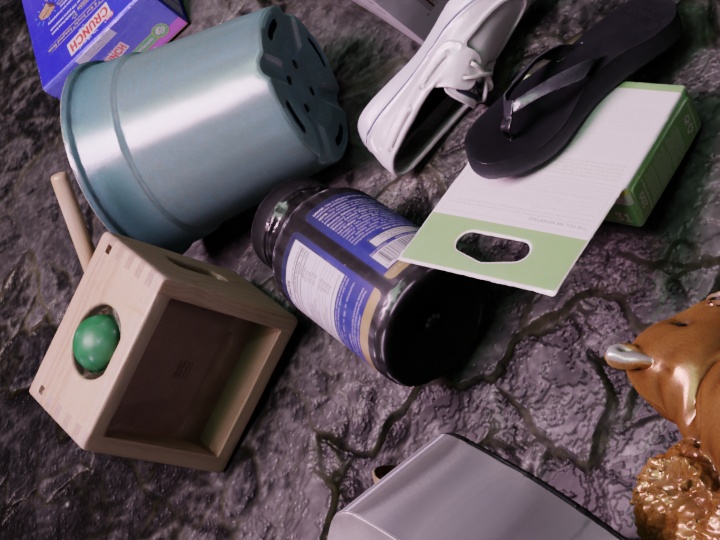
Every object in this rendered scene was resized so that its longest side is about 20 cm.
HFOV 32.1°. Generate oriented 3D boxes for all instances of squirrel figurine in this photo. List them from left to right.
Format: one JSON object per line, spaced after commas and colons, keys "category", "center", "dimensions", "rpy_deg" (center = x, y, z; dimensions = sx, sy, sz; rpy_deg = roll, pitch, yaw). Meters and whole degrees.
{"category": "squirrel figurine", "center": [0.225, 0.105, 0.761], "dimensions": [0.187, 0.141, 0.200], "rpy_deg": [27, 86, 50]}

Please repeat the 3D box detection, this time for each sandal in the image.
{"category": "sandal", "center": [0.150, -0.145, 0.931], "dimensions": [0.200, 0.043, 0.076], "rpy_deg": [-42, 39, -10]}

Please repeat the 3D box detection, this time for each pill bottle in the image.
{"category": "pill bottle", "center": [0.000, 0.000, 1.008], "dimensions": [0.200, 0.112, 0.112], "rpy_deg": [36, 95, 44]}

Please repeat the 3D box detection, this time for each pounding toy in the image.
{"category": "pounding toy", "center": [-0.187, 0.047, 1.070], "dimensions": [0.142, 0.200, 0.184], "rpy_deg": [33, 99, 43]}

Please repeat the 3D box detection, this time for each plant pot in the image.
{"category": "plant pot", "center": [-0.129, -0.133, 1.135], "dimensions": [0.196, 0.200, 0.200], "rpy_deg": [-20, 59, 22]}

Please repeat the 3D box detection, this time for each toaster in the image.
{"category": "toaster", "center": [0.076, 0.211, 0.742], "dimensions": [0.181, 0.119, 0.200], "rpy_deg": [31, 127, 28]}

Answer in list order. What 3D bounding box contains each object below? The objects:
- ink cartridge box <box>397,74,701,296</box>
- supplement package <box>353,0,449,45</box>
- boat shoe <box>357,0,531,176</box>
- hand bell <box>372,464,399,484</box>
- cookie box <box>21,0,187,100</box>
{"category": "ink cartridge box", "center": [0.139, -0.058, 0.919], "dimensions": [0.145, 0.048, 0.200], "rpy_deg": [13, 60, 42]}
{"category": "supplement package", "center": [0.013, -0.303, 1.129], "dimensions": [0.117, 0.117, 0.200], "rpy_deg": [-55, 47, 8]}
{"category": "boat shoe", "center": [0.082, -0.162, 1.050], "dimensions": [0.200, 0.074, 0.065], "rpy_deg": [-51, 51, 24]}
{"category": "hand bell", "center": [0.031, 0.252, 0.901], "dimensions": [0.104, 0.104, 0.200], "rpy_deg": [21, 96, 43]}
{"category": "cookie box", "center": [-0.296, -0.305, 1.416], "dimensions": [0.171, 0.075, 0.200], "rpy_deg": [-38, 51, 21]}
